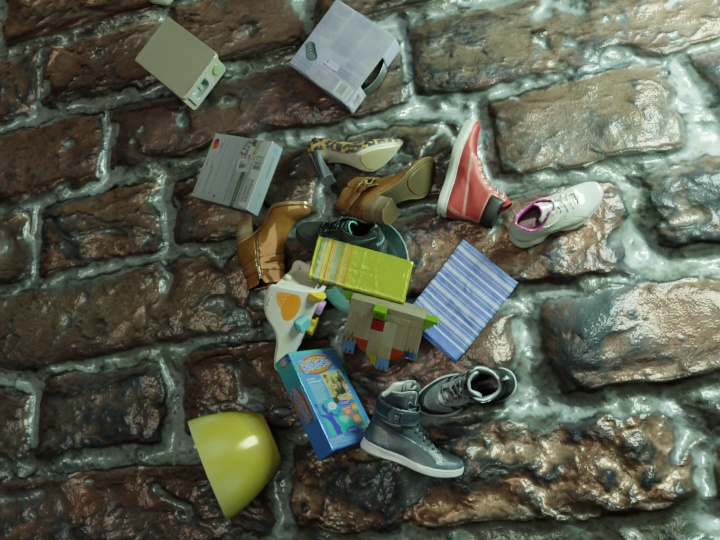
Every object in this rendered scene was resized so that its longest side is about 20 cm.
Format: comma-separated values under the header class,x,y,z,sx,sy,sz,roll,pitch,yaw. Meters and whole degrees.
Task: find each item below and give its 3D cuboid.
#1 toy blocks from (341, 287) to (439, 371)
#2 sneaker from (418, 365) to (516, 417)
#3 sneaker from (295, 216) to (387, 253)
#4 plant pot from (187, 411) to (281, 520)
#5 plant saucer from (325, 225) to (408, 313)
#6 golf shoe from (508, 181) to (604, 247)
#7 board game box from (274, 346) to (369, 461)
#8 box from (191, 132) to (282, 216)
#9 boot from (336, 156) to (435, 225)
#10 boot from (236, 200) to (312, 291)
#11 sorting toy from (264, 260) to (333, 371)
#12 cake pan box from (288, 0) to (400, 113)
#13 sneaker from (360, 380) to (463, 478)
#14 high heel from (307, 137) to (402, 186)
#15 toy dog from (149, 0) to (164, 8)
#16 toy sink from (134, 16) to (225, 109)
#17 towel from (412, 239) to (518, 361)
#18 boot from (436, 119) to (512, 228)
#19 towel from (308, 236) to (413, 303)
class,x,y,z,sx,sy,sz,roll,pitch,yaw
toy blocks,0.044,0.126,1.394,0.195,0.100,0.140,15,110,7
sneaker,0.188,0.220,1.324,0.195,0.114,0.077,-16,73,13
sneaker,-0.042,-0.080,1.439,0.195,0.080,0.077,7,57,16
plant pot,-0.236,0.360,1.401,0.139,0.201,0.203,-23,70,-16
plant saucer,0.008,-0.006,1.474,0.194,0.036,0.206,-4,76,16
golf shoe,0.372,-0.112,1.357,0.197,0.092,0.077,-30,69,7
board game box,-0.065,0.250,1.375,0.045,0.151,0.203,-38,68,28
box,-0.275,-0.215,1.576,0.197,0.041,0.160,15,82,38
boot,0.053,-0.172,1.486,0.153,0.077,0.201,18,61,46
boot,-0.175,-0.051,1.525,0.196,0.073,0.159,-21,70,24
sorting toy,-0.129,0.100,1.420,0.104,0.200,0.184,18,106,5
cake pan box,-0.033,-0.475,1.588,0.199,0.052,0.186,37,92,21
sneaker,0.113,0.289,1.319,0.197,0.077,0.150,18,97,-1
high heel,-0.017,-0.271,1.537,0.196,0.072,0.144,-23,50,-3
toy dog,-0.487,-0.753,1.763,0.189,0.139,0.206,15,78,-18
toy sink,-0.403,-0.469,1.669,0.199,0.112,0.131,38,90,26
towel,0.194,0.058,1.409,0.144,0.024,0.201,39,91,20
boot,0.245,-0.192,1.427,0.141,0.072,0.206,15,90,19
towel,0.000,0.000,1.392,0.195,0.018,0.088,15,78,2
